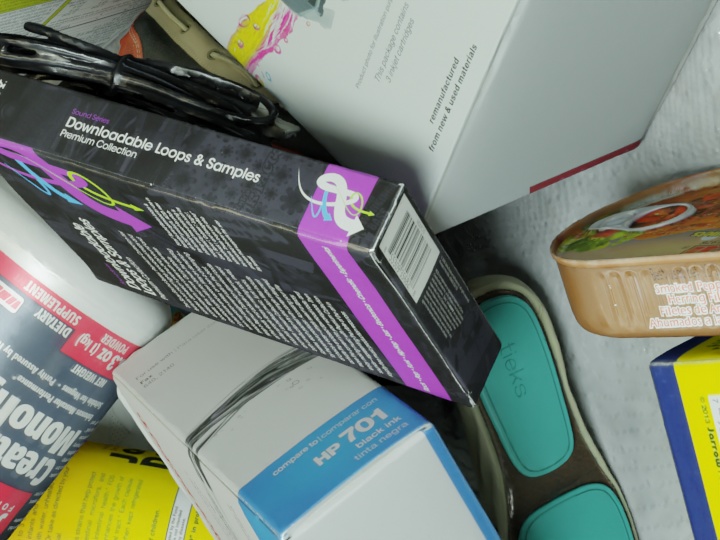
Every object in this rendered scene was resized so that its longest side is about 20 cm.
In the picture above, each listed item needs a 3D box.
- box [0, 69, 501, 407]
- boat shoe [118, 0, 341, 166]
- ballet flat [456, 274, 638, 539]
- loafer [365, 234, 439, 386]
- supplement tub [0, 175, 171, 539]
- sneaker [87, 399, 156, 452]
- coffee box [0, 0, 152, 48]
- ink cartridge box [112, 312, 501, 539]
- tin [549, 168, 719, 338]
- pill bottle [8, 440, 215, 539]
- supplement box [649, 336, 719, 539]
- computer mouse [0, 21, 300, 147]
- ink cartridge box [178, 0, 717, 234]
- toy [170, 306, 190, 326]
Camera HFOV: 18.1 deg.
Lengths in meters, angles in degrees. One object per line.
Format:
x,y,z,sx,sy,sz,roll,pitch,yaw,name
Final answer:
-0.052,-0.014,0.921,0.199,0.036,0.143,16,160,26,box
-0.046,-0.082,1.092,0.200,0.071,0.063,25,85,40,boat shoe
0.081,0.097,1.043,0.069,0.069,0.201,-8,100,49,ballet flat
0.000,0.000,1.011,0.201,0.070,0.068,87,177,-64,loafer
-0.200,0.055,1.098,0.140,0.140,0.200,39,93,29,supplement tub
-0.174,0.075,1.266,0.073,0.115,0.201,10,116,43,sneaker
-0.211,-0.203,1.112,0.198,0.200,0.200,-31,83,50,coffee box
-0.014,0.108,1.021,0.147,0.086,0.200,59,168,-30,ink cartridge box
0.161,-0.011,0.857,0.200,0.112,0.042,-4,105,49,tin
-0.139,0.143,1.198,0.199,0.104,0.105,9,120,5,pill bottle
0.223,0.062,0.823,0.200,0.109,0.110,-7,102,49,supplement box
-0.076,-0.052,0.992,0.138,0.053,0.200,21,161,16,computer mouse
0.028,-0.144,0.916,0.200,0.145,0.145,46,137,24,ink cartridge box
-0.060,0.012,1.147,0.115,0.047,0.200,-4,125,50,toy
